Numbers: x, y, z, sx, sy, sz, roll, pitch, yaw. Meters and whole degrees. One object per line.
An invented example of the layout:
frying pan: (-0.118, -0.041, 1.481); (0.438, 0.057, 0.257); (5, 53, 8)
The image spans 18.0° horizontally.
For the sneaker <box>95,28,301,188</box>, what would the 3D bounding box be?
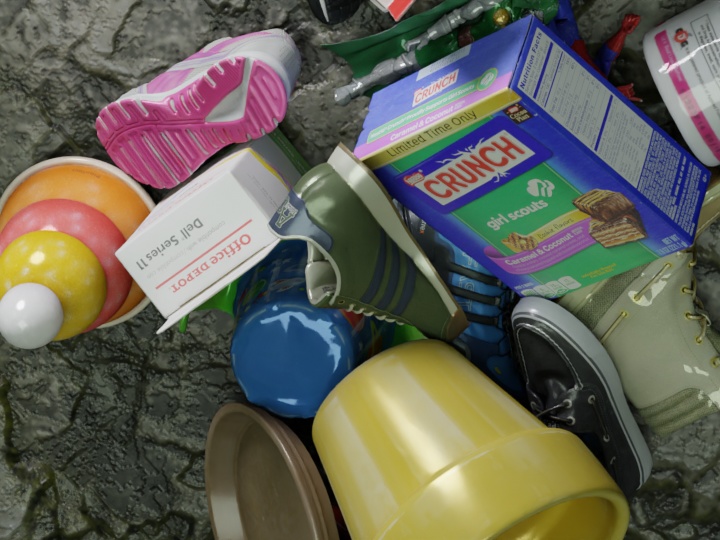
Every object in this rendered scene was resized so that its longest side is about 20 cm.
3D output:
sneaker: (-0.117, -0.128, 1.757); (0.200, 0.088, 0.081); (-16, 111, 36)

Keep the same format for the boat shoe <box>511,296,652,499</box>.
boat shoe: (0.162, 0.111, 1.766); (0.070, 0.066, 0.200); (5, 135, 40)

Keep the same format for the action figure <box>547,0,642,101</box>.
action figure: (0.163, -0.185, 1.686); (0.099, 0.065, 0.200); (-11, 111, 47)

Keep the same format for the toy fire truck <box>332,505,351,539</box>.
toy fire truck: (0.044, 0.241, 1.829); (0.200, 0.176, 0.129); (-3, 113, -34)

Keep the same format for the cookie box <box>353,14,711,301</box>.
cookie box: (0.124, -0.075, 1.666); (0.200, 0.075, 0.171); (37, 142, -26)

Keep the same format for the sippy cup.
sippy cup: (-0.043, 0.050, 1.773); (0.178, 0.130, 0.140); (-21, 103, 15)

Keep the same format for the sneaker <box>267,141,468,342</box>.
sneaker: (0.000, 0.000, 1.673); (0.090, 0.067, 0.200); (-39, 130, -6)

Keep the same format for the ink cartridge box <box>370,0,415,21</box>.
ink cartridge box: (0.070, -0.268, 1.607); (0.045, 0.176, 0.200); (40, 96, -6)

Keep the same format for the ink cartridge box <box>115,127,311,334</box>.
ink cartridge box: (-0.110, -0.035, 1.718); (0.117, 0.200, 0.067); (-35, 100, 17)

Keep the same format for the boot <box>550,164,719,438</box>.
boot: (0.253, 0.024, 1.749); (0.155, 0.072, 0.200); (45, 116, -6)

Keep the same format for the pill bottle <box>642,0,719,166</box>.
pill bottle: (0.317, -0.167, 1.655); (0.200, 0.113, 0.113); (-27, 102, 16)

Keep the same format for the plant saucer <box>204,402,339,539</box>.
plant saucer: (-0.066, 0.196, 1.754); (0.029, 0.200, 0.200); (-14, 109, -27)

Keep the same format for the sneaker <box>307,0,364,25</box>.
sneaker: (-0.046, -0.284, 1.709); (0.087, 0.076, 0.200); (10, 120, 36)

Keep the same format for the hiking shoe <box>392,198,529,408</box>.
hiking shoe: (0.093, 0.022, 1.772); (0.087, 0.074, 0.200); (-25, 102, 16)

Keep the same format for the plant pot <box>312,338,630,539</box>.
plant pot: (0.066, 0.160, 1.680); (0.201, 0.201, 0.189); (-48, 57, 19)

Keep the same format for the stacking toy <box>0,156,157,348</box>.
stacking toy: (-0.239, 0.007, 1.750); (0.146, 0.200, 0.146); (4, 111, 9)

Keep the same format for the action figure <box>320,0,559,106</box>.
action figure: (0.070, -0.159, 1.694); (0.200, 0.055, 0.118); (-28, 114, 39)
